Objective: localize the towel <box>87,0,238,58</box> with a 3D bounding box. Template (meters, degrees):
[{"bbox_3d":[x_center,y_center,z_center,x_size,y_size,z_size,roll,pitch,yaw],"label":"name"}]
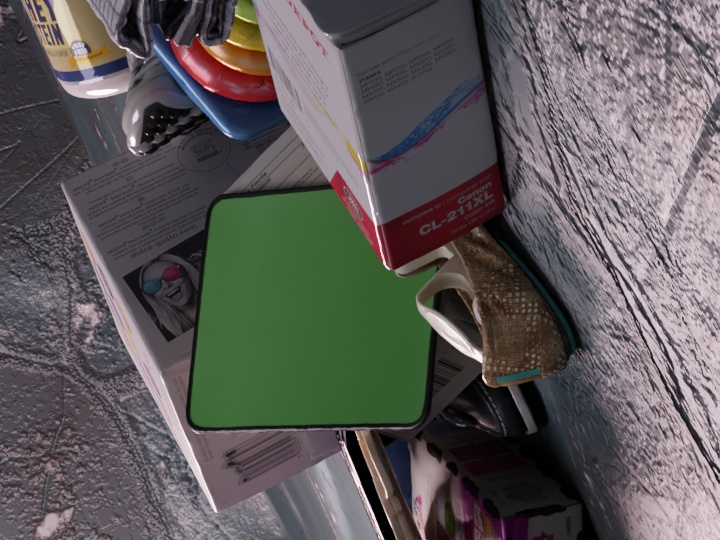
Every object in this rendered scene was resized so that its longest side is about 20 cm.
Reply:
[{"bbox_3d":[-0.102,-0.234,1.470,0.166,0.085,0.201,-130,49,-64],"label":"towel"}]

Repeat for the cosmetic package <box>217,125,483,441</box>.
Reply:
[{"bbox_3d":[0.000,0.000,1.651,0.073,0.103,0.201,24,-151,-51],"label":"cosmetic package"}]

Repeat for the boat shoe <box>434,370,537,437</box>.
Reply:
[{"bbox_3d":[0.060,0.074,1.701,0.076,0.060,0.200,66,171,-17],"label":"boat shoe"}]

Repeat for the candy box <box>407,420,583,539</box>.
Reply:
[{"bbox_3d":[0.093,0.192,1.739,0.200,0.061,0.137,-139,43,-66],"label":"candy box"}]

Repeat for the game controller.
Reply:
[{"bbox_3d":[0.049,0.156,1.859,0.042,0.104,0.201,33,150,55],"label":"game controller"}]

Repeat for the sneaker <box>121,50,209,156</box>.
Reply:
[{"bbox_3d":[-0.134,-0.132,1.747,0.081,0.075,0.200,59,-170,-5],"label":"sneaker"}]

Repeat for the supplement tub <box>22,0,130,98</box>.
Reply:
[{"bbox_3d":[-0.214,-0.257,2.064,0.201,0.144,0.144,67,170,-20],"label":"supplement tub"}]

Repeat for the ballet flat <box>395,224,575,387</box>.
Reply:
[{"bbox_3d":[0.054,-0.007,1.499,0.200,0.065,0.071,56,167,42],"label":"ballet flat"}]

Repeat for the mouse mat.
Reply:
[{"bbox_3d":[-0.029,0.023,1.616,0.008,0.199,0.162,20,-108,-49],"label":"mouse mat"}]

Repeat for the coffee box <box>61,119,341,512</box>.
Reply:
[{"bbox_3d":[-0.077,0.016,1.870,0.198,0.199,0.200,58,169,35],"label":"coffee box"}]

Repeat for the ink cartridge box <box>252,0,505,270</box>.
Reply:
[{"bbox_3d":[0.005,-0.122,1.400,0.146,0.082,0.201,58,169,34],"label":"ink cartridge box"}]

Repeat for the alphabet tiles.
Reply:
[{"bbox_3d":[0.021,0.153,1.700,0.200,0.015,0.196,-113,0,-52],"label":"alphabet tiles"}]

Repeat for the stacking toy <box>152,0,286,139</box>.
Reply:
[{"bbox_3d":[-0.061,-0.186,1.589,0.116,0.109,0.200,49,156,15],"label":"stacking toy"}]
